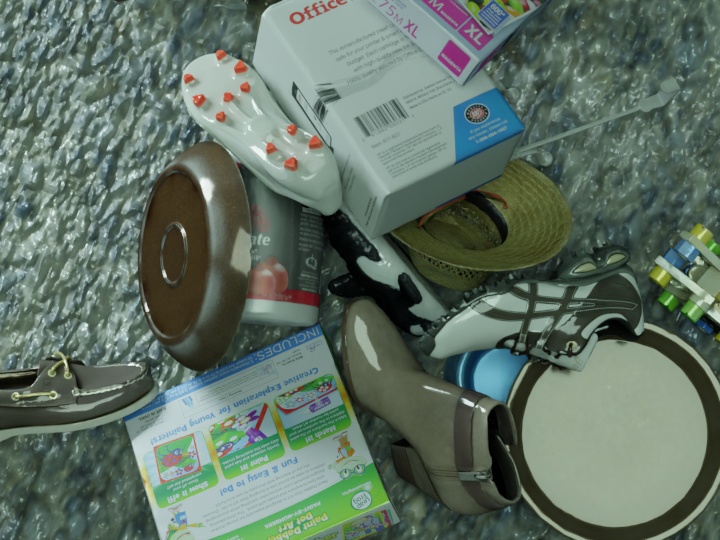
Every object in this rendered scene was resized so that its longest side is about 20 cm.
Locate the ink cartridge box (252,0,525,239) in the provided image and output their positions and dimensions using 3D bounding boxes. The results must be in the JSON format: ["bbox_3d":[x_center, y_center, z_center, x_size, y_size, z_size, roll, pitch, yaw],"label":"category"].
[{"bbox_3d":[0.021,-0.150,1.623,0.145,0.084,0.200,-26,70,-21],"label":"ink cartridge box"}]

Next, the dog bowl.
[{"bbox_3d":[0.174,0.099,1.705,0.199,0.050,0.112,2,85,2],"label":"dog bowl"}]

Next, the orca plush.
[{"bbox_3d":[0.000,0.000,1.679,0.071,0.200,0.105,-38,42,7],"label":"orca plush"}]

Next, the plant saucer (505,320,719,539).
[{"bbox_3d":[0.222,0.141,1.661,0.199,0.029,0.201,0,85,2],"label":"plant saucer"}]

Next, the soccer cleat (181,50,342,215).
[{"bbox_3d":[-0.086,-0.114,1.617,0.069,0.078,0.200,-38,52,-12],"label":"soccer cleat"}]

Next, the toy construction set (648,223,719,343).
[{"bbox_3d":[0.336,0.049,1.664,0.092,0.131,0.200,-36,85,-1],"label":"toy construction set"}]

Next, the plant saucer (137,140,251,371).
[{"bbox_3d":[-0.150,-0.013,1.655,0.032,0.200,0.201,2,84,-30],"label":"plant saucer"}]

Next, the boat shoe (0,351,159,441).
[{"bbox_3d":[-0.281,0.108,1.702,0.199,0.072,0.060,-11,109,5],"label":"boat shoe"}]

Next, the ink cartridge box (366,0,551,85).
[{"bbox_3d":[0.098,-0.251,1.636,0.119,0.042,0.200,42,45,4],"label":"ink cartridge box"}]

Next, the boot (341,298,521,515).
[{"bbox_3d":[0.068,0.117,1.648,0.070,0.146,0.201,-33,110,-34],"label":"boot"}]

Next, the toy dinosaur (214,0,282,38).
[{"bbox_3d":[-0.033,-0.207,1.736,0.102,0.077,0.200,-39,90,10],"label":"toy dinosaur"}]

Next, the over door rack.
[{"bbox_3d":[0.166,-0.178,1.720,0.199,0.067,0.148,-23,78,-14],"label":"over door rack"}]

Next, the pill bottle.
[{"bbox_3d":[-0.085,-0.054,1.695,0.110,0.111,0.201,4,85,2],"label":"pill bottle"}]

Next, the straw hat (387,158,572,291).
[{"bbox_3d":[0.084,-0.033,1.695,0.200,0.201,0.085,17,128,3],"label":"straw hat"}]

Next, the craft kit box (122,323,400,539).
[{"bbox_3d":[-0.090,0.169,1.663,0.199,0.049,0.198,-23,52,1],"label":"craft kit box"}]

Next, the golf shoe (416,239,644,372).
[{"bbox_3d":[0.149,0.048,1.615,0.199,0.078,0.095,-20,77,-8],"label":"golf shoe"}]
